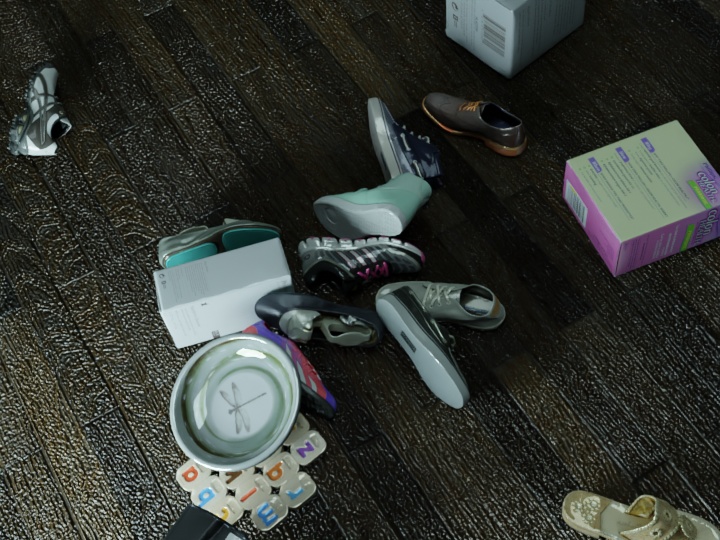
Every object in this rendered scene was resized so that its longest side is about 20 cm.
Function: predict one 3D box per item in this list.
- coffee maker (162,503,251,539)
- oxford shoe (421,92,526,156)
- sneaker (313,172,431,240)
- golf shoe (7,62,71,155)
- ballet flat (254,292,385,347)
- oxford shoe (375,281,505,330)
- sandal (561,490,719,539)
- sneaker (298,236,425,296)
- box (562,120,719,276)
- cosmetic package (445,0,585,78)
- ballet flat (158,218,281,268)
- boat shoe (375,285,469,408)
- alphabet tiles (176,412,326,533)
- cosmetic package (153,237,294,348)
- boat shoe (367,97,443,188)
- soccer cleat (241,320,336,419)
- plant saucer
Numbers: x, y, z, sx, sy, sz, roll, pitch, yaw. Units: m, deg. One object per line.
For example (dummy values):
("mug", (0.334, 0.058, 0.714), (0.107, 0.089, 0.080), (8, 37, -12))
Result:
("coffee maker", (-0.238, 0.406, 1.399), (0.192, 0.135, 0.200), (27, 62, 22))
("oxford shoe", (0.194, -0.267, 1.850), (0.200, 0.073, 0.071), (25, 62, 21))
("sneaker", (0.024, -0.107, 1.743), (0.200, 0.074, 0.118), (6, 39, 43))
("golf shoe", (-0.554, -0.279, 1.938), (0.094, 0.078, 0.200), (13, 58, -7))
("ballet flat", (-0.058, 0.078, 1.616), (0.199, 0.073, 0.073), (10, 55, -10))
("oxford shoe", (0.120, 0.045, 1.657), (0.199, 0.058, 0.075), (8, 61, 13))
("sandal", (0.371, 0.328, 1.434), (0.211, 0.070, 0.078), (12, 58, 13))
("sneaker", (0.000, 0.000, 1.692), (0.199, 0.074, 0.088), (2, 63, 4))
("box", (0.447, -0.114, 1.711), (0.200, 0.097, 0.176), (-21, 56, -8))
("cosmetic package", (0.276, -0.485, 1.934), (0.200, 0.168, 0.166), (-37, 60, -20))
("ballet flat", (-0.227, -0.054, 1.751), (0.199, 0.067, 0.064), (-15, 49, -5))
("boat shoe", (0.105, 0.107, 1.596), (0.064, 0.071, 0.200), (-28, 74, -28))
("alphabet tiles", (-0.154, 0.271, 1.548), (0.195, 0.015, 0.200), (-38, 61, -13))
("cosmetic package", (-0.201, 0.034, 1.661), (0.199, 0.113, 0.081), (-15, 55, -3))
("boat shoe", (0.075, -0.209, 1.830), (0.092, 0.075, 0.200), (-11, 64, -8))
("soccer cleat", (-0.100, 0.141, 1.608), (0.200, 0.068, 0.073), (34, 61, 27))
("plant saucer", (-0.171, 0.189, 1.550), (0.200, 0.050, 0.201), (-7, 67, 17))
